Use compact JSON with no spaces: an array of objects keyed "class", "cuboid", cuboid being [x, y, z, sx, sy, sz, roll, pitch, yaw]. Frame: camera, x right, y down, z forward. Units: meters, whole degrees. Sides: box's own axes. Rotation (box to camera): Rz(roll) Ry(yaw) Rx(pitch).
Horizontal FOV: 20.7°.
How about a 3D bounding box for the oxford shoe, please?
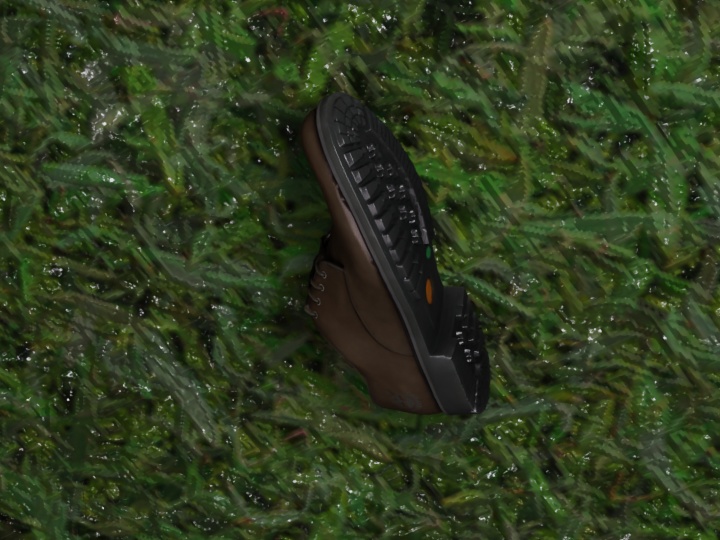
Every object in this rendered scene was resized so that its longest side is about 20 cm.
[{"class":"oxford shoe","cuboid":[0.000,0.000,1.033,0.084,0.073,0.201,-7,122,22]}]
